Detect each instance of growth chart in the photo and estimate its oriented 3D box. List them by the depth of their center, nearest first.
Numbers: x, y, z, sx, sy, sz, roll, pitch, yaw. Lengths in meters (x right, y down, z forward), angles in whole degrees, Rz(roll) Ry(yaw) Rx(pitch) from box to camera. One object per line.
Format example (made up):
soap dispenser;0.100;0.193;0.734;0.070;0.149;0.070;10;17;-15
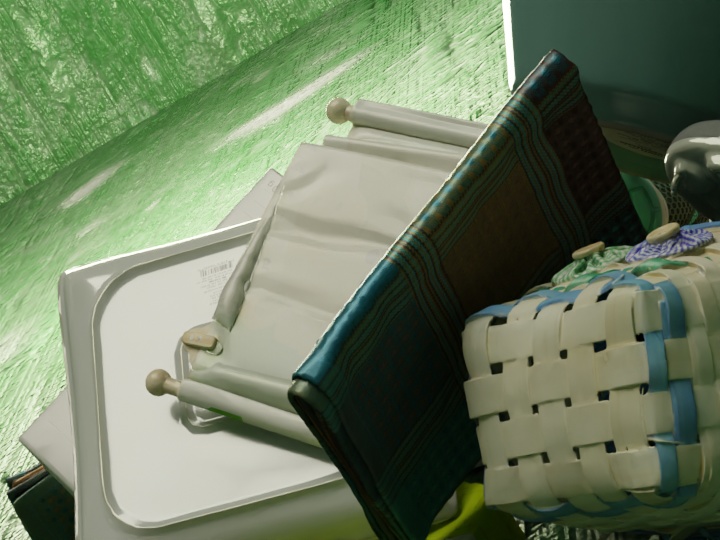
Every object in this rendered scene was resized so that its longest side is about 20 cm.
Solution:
growth chart;0.000;0.000;1.244;0.144;0.018;0.201;22;70;26

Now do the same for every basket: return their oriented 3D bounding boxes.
basket;0.160;0.049;1.116;0.199;0.140;0.176;2;-10;-37

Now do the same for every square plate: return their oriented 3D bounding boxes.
square plate;-0.060;0.055;1.265;0.199;0.028;0.199;-16;59;13

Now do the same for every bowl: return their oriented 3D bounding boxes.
bowl;0.151;-0.105;1.238;0.201;0.200;0.106;-1;72;66

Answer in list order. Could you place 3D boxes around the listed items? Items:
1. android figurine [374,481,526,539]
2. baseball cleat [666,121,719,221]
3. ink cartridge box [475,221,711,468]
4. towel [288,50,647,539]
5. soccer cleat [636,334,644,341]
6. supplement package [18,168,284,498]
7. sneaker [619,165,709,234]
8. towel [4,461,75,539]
android figurine;0.007;0.168;1.204;0.182;0.041;0.200;-21;19;43
baseball cleat;0.244;-0.044;1.152;0.070;0.199;0.107;90;-158;-55
ink cartridge box;0.146;0.027;1.399;0.199;0.041;0.200;-20;17;41
towel;0.054;0.018;1.151;0.022;0.147;0.200;27;69;36
soccer cleat;0.152;0.016;1.279;0.199;0.065;0.084;-12;6;-6
supplement package;-0.056;0.073;1.346;0.200;0.120;0.121;-48;52;-8
sneaker;0.110;-0.001;1.379;0.091;0.078;0.199;-12;-9;-47
towel;-0.099;0.115;1.444;0.200;0.147;0.022;-36;44;-18
